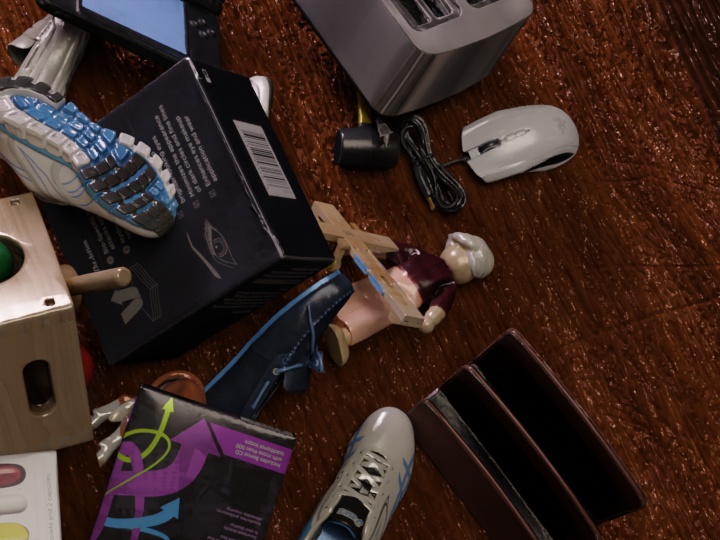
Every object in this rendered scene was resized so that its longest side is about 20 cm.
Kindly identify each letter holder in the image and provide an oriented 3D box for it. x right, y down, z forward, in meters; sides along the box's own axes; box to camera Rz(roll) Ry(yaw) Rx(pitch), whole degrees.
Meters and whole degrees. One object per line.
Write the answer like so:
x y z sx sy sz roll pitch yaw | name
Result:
0.150 0.172 1.256 0.100 0.142 0.201 -35 82 -22 | letter holder

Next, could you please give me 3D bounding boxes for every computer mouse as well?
0.143 -0.132 1.413 0.198 0.044 0.111 -19 76 -19 | computer mouse

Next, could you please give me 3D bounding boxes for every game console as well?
-0.199 -0.302 1.309 0.199 0.116 0.177 22 39 -29 | game console

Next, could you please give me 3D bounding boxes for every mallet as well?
0.012 -0.195 1.410 0.065 0.041 0.202 9 65 -11 | mallet

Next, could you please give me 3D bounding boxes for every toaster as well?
0.054 -0.259 1.372 0.180 0.119 0.201 -27 76 -35 | toaster

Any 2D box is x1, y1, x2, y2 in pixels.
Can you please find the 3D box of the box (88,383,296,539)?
-0.151 0.214 1.157 0.142 0.036 0.202 18 89 -7 | box

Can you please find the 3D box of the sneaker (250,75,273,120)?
-0.148 -0.103 1.323 0.114 0.075 0.202 6 60 -7 | sneaker

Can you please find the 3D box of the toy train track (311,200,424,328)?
0.000 0.000 1.279 0.114 0.033 0.200 12 26 -36 | toy train track

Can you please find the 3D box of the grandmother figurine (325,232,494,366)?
0.044 0.016 1.332 0.199 0.061 0.122 -24 64 -22 | grandmother figurine

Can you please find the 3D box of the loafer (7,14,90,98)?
-0.305 -0.211 1.316 0.069 0.070 0.202 19 66 -9 | loafer

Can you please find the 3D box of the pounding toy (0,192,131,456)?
-0.275 0.038 1.132 0.141 0.201 0.185 -14 44 -18 | pounding toy

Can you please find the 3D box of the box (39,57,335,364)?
-0.161 -0.049 1.220 0.199 0.117 0.198 -30 78 20 | box

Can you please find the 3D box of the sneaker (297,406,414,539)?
-0.001 0.212 1.244 0.071 0.073 0.201 29 66 -1 | sneaker

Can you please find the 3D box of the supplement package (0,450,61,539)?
-0.297 0.263 1.107 0.110 0.156 0.202 -4 73 -14 | supplement package

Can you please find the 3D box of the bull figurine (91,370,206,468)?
-0.165 0.193 1.205 0.120 0.065 0.202 -13 85 -14 | bull figurine

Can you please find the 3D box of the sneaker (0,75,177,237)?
-0.240 -0.082 1.166 0.199 0.087 0.075 36 45 14 | sneaker

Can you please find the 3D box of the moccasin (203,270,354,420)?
-0.070 0.087 1.247 0.068 0.080 0.200 46 103 11 | moccasin
